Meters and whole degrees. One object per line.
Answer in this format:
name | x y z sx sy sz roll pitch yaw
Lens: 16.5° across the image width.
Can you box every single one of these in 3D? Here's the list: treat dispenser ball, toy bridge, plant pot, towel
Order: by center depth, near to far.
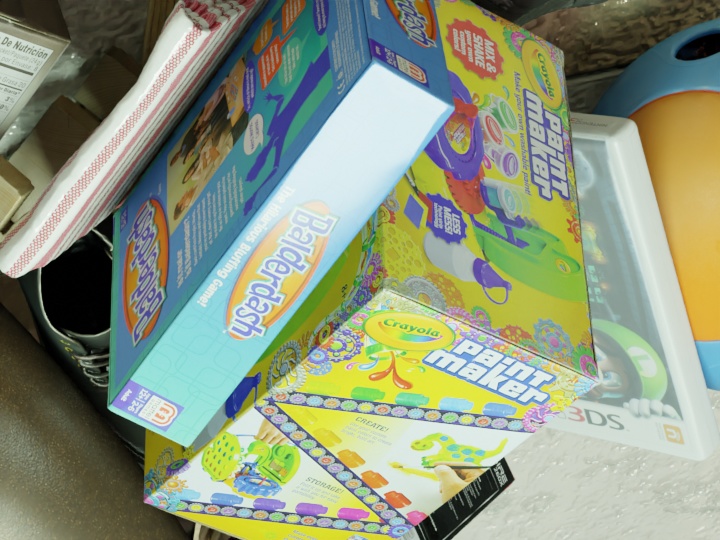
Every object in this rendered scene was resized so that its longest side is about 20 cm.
towel | -0.093 -0.079 1.123 0.030 0.200 0.147 38 110 1
toy bridge | -0.150 -0.049 1.154 0.027 0.200 0.067 39 113 -3
plant pot | -0.188 0.115 1.228 0.200 0.187 0.187 36 117 -13
treat dispenser ball | 0.210 -0.034 1.321 0.200 0.201 0.202 -14 140 -12

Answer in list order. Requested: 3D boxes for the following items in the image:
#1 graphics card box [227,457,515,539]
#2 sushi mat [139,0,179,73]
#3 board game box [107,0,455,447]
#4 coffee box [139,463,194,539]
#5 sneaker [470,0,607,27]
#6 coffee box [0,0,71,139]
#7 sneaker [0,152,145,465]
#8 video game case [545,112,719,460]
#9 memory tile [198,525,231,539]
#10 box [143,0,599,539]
graphics card box | -0.012 0.143 1.315 0.125 0.051 0.200 -23 -175 30
sushi mat | -0.063 -0.121 1.234 0.095 0.012 0.201 -6 137 -19
board game box | -0.039 -0.045 1.067 0.045 0.152 0.200 28 118 -22
coffee box | -0.197 0.136 1.375 0.199 0.080 0.113 -11 149 -15
sneaker | 0.083 -0.169 1.222 0.199 0.060 0.104 -25 142 -8
coffee box | -0.223 -0.079 1.120 0.080 0.113 0.200 17 125 -36
sneaker | -0.126 0.040 1.254 0.075 0.106 0.201 -31 118 -2
video game case | 0.087 0.002 1.291 0.023 0.181 0.201 -43 128 -36
memory tile | -0.032 0.101 1.408 0.200 0.017 0.154 -39 160 -50
box | 0.000 0.000 1.161 0.122 0.201 0.193 23 134 -28
